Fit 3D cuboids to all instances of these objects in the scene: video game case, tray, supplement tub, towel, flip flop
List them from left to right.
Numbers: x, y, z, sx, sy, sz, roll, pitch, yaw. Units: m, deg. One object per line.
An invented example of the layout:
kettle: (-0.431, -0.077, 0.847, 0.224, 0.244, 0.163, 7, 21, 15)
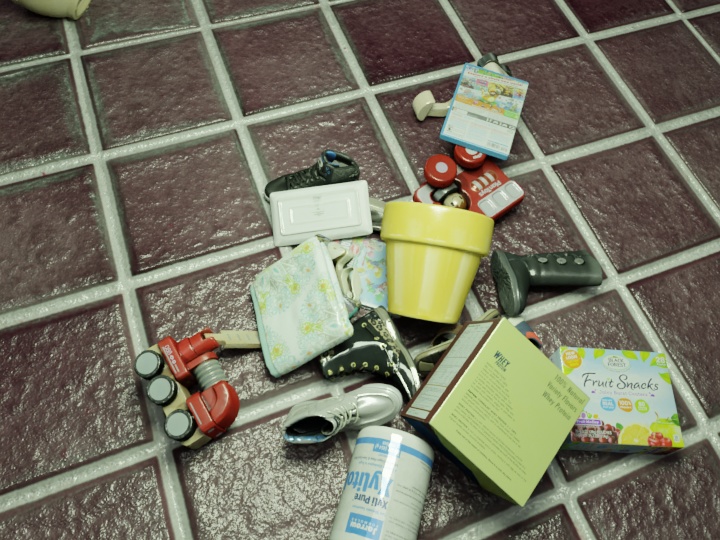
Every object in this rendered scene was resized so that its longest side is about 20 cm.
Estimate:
towel: (-0.110, 0.062, 1.085, 0.170, 0.048, 0.202, -32, 60, 23)
tray: (-0.079, -0.113, 1.205, 0.196, 0.022, 0.109, -7, 85, 5)
video game case: (0.000, 0.000, 1.198, 0.197, 0.018, 0.145, 16, 61, 3)
supplement tub: (0.033, 0.356, 0.947, 0.130, 0.133, 0.202, 16, 61, 4)
flip flop: (0.172, 0.124, 1.119, 0.198, 0.082, 0.058, -32, 51, -21)
video game case: (0.255, -0.328, 1.262, 0.141, 0.018, 0.202, 19, 65, 5)

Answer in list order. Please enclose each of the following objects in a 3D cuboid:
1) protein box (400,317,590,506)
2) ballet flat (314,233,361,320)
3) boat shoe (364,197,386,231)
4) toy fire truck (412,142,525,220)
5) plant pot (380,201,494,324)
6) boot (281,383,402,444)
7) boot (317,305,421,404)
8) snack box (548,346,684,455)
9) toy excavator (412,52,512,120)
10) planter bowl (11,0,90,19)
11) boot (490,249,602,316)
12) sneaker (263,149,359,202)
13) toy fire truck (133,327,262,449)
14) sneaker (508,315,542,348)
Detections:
protein box: (0.211, 0.217, 0.984, 0.198, 0.135, 0.201, 42, 75, -7)
ballet flat: (-0.035, 0.001, 1.132, 0.071, 0.073, 0.203, -10, 55, -10)
boat shoe: (0.082, -0.090, 1.240, 0.197, 0.058, 0.067, 20, 26, 2)
toy fire truck: (0.214, -0.158, 1.248, 0.199, 0.113, 0.168, -33, 70, -19)
plant pot: (0.126, -0.010, 1.097, 0.197, 0.201, 0.192, 9, 89, 0)
boot: (-0.029, 0.240, 0.996, 0.197, 0.096, 0.075, -15, 94, 7)
boot: (0.012, 0.173, 1.078, 0.151, 0.074, 0.205, -19, 60, -12)
snack box: (0.444, 0.228, 1.088, 0.196, 0.068, 0.171, 5, 62, -4)
toy excavator: (0.240, -0.385, 1.384, 0.193, 0.199, 0.101, 14, 47, -50)
planter bowl: (-0.685, -0.663, 1.407, 0.134, 0.200, 0.203, 30, 60, -19)
boot: (0.362, 0.021, 1.174, 0.196, 0.066, 0.166, 3, 42, -6)
sneaker: (-0.099, -0.195, 1.239, 0.196, 0.112, 0.074, -8, 61, -9)
toy fire truck: (-0.245, 0.175, 1.039, 0.198, 0.129, 0.177, -33, 69, -9)
sneaker: (0.246, 0.163, 1.100, 0.199, 0.075, 0.085, -36, 66, -21)
